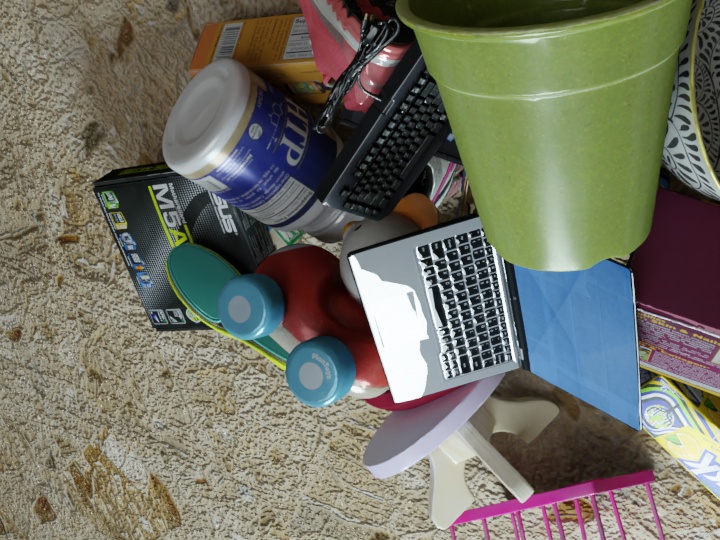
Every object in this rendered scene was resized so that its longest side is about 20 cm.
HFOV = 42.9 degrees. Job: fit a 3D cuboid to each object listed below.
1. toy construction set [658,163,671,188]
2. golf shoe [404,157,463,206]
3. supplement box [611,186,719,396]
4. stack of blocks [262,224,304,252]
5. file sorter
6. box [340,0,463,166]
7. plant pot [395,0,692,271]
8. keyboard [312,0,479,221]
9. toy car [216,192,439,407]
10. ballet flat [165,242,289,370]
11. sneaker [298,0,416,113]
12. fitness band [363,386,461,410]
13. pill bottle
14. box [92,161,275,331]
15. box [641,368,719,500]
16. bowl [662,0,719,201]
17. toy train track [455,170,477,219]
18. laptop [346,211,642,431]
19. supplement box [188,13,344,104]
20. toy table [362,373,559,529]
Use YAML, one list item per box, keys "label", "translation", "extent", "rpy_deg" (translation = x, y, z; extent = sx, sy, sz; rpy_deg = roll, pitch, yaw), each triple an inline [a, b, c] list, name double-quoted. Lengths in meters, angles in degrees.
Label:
- label: "toy construction set"
  translation: [0.199, -0.062, 0.822]
  extent: [0.130, 0.093, 0.201]
  rpy_deg: [8, 143, -10]
- label: "golf shoe"
  translation: [0.070, -0.137, 0.870]
  extent: [0.072, 0.092, 0.202]
  rpy_deg: [21, 126, 20]
- label: "supplement box"
  translation: [0.286, 0.027, 0.773]
  extent: [0.130, 0.104, 0.200]
  rpy_deg: [21, 169, 17]
- label: "stack of blocks"
  translation: [-0.126, -0.028, 1.073]
  extent: [0.115, 0.059, 0.200]
  rpy_deg: [48, 130, -4]
- label: "file sorter"
  translation: [0.216, 0.304, 0.998]
  extent: [0.199, 0.138, 0.127]
  rpy_deg: [-25, 69, 38]
- label: "box"
  translation: [0.092, -0.195, 0.778]
  extent: [0.197, 0.049, 0.202]
  rpy_deg: [25, 106, 34]
- label: "plant pot"
  translation: [0.136, -0.109, 0.635]
  extent: [0.198, 0.200, 0.192]
  rpy_deg: [6, 125, 27]
- label: "keyboard"
  translation: [0.026, -0.129, 0.726]
  extent: [0.126, 0.021, 0.201]
  rpy_deg: [17, 121, -33]
- label: "toy car"
  translation: [0.000, 0.000, 0.880]
  extent: [0.177, 0.184, 0.201]
  rpy_deg: [40, 110, 17]
- label: "ballet flat"
  translation: [-0.127, 0.047, 0.986]
  extent: [0.199, 0.067, 0.067]
  rpy_deg: [35, 166, 12]
- label: "sneaker"
  translation: [-0.024, -0.207, 0.788]
  extent: [0.087, 0.073, 0.201]
  rpy_deg: [-67, 33, 32]
- label: "fitness band"
  translation: [0.059, 0.070, 0.988]
  extent: [0.199, 0.037, 0.145]
  rpy_deg: [-32, 61, 40]
- label: "pill bottle"
  translation: [-0.085, -0.109, 0.915]
  extent: [0.119, 0.121, 0.199]
  rpy_deg: [-22, 142, 38]
- label: "box"
  translation: [-0.189, -0.026, 1.041]
  extent: [0.191, 0.048, 0.202]
  rpy_deg: [-1, 118, 32]
- label: "box"
  translation: [0.354, 0.166, 0.906]
  extent: [0.200, 0.070, 0.064]
  rpy_deg: [43, 133, 1]
- label: "bowl"
  translation: [0.274, -0.139, 0.708]
  extent: [0.094, 0.200, 0.202]
  rpy_deg: [3, 123, 54]
- label: "toy train track"
  translation: [0.112, -0.096, 0.837]
  extent: [0.114, 0.032, 0.202]
  rpy_deg: [16, 109, 22]
- label: "laptop"
  translation: [0.112, 0.059, 0.755]
  extent: [0.198, 0.116, 0.188]
  rpy_deg: [-16, 129, 2]
- label: "supplement box"
  translation: [-0.070, -0.209, 0.912]
  extent: [0.198, 0.069, 0.067]
  rpy_deg: [5, 158, 28]
- label: "toy table"
  translation: [0.113, 0.179, 0.998]
  extent: [0.200, 0.184, 0.117]
  rpy_deg: [-41, 102, 7]
